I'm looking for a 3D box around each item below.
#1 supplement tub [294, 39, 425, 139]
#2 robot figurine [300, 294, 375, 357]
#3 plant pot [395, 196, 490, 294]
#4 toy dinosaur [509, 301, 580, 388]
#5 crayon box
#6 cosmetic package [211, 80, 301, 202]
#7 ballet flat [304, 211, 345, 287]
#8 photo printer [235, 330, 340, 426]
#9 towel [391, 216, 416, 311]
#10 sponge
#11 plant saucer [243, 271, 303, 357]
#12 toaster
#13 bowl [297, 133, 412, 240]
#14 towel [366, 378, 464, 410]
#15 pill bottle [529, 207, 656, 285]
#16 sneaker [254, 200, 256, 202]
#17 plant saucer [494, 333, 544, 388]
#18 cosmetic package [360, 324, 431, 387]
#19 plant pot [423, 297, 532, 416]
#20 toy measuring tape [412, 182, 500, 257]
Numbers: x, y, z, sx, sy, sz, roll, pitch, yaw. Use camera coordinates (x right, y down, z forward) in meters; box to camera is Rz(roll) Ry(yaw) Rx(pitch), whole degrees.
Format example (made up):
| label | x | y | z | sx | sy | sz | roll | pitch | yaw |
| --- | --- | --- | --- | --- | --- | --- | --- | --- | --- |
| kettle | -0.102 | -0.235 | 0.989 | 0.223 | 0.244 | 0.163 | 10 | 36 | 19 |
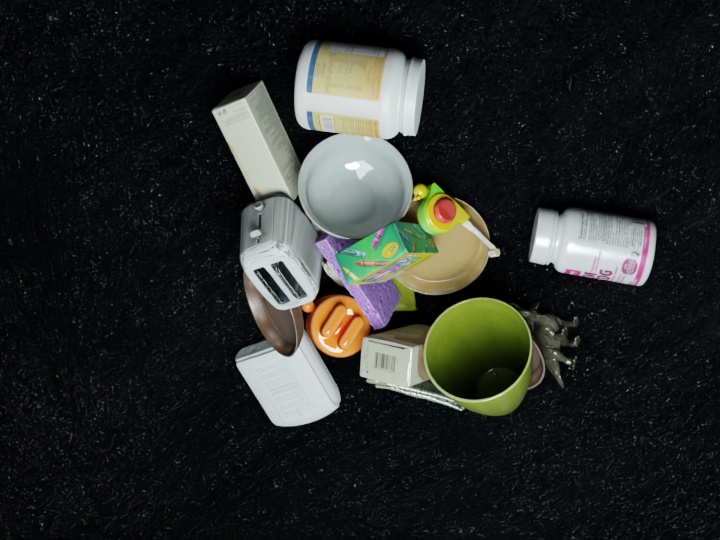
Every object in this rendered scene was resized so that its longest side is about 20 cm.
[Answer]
| label | x | y | z | sx | sy | sz | roll | pitch | yaw |
| --- | --- | --- | --- | --- | --- | --- | --- | --- | --- |
| supplement tub | 0.001 | -0.295 | 1.404 | 0.196 | 0.145 | 0.147 | 8 | 120 | 7 |
| robot figurine | -0.043 | 0.104 | 1.620 | 0.141 | 0.200 | 0.119 | -5 | 90 | -9 |
| plant pot | 0.138 | -0.049 | 1.570 | 0.196 | 0.028 | 0.203 | 2 | 117 | 4 |
| toy dinosaur | 0.357 | 0.130 | 1.613 | 0.101 | 0.077 | 0.202 | 7 | 135 | 40 |
| crayon box | 0.049 | -0.029 | 1.462 | 0.118 | 0.200 | 0.059 | -28 | 82 | 18 |
| cosmetic package | -0.174 | -0.218 | 1.510 | 0.070 | 0.106 | 0.202 | -15 | 113 | 21 |
| ballet flat | -0.060 | -0.040 | 1.606 | 0.067 | 0.063 | 0.202 | -16 | 114 | 20 |
| photo printer | -0.143 | 0.230 | 1.770 | 0.164 | 0.070 | 0.202 | -21 | 113 | 21 |
| towel | 0.055 | -0.010 | 1.624 | 0.085 | 0.018 | 0.203 | -1 | 118 | 14 |
| sponge | 0.000 | 0.000 | 1.567 | 0.030 | 0.112 | 0.201 | -23 | 110 | 30 |
| plant saucer | -0.163 | 0.067 | 1.648 | 0.200 | 0.034 | 0.203 | 40 | 142 | 40 |
| toaster | -0.135 | -0.024 | 1.500 | 0.112 | 0.131 | 0.201 | -15 | 134 | 18 |
| bowl | -0.011 | -0.133 | 1.502 | 0.198 | 0.204 | 0.091 | 17 | 162 | 2 |
| towel | 0.109 | 0.209 | 1.638 | 0.197 | 0.193 | 0.035 | 16 | 104 | 5 |
| pill bottle | 0.396 | -0.045 | 1.474 | 0.197 | 0.114 | 0.115 | 10 | 120 | 7 |
| sneaker | -0.152 | -0.045 | 1.617 | 0.080 | 0.075 | 0.202 | -21 | 113 | 22 |
| plant saucer | 0.259 | 0.141 | 1.607 | 0.198 | 0.035 | 0.202 | 26 | 142 | 22 |
| cosmetic package | 0.093 | 0.151 | 1.554 | 0.104 | 0.199 | 0.072 | 9 | 98 | 29 |
| plant pot | 0.224 | 0.177 | 1.506 | 0.184 | 0.190 | 0.200 | -9 | 149 | 17 |
| toy measuring tape | 0.160 | -0.073 | 1.498 | 0.200 | 0.074 | 0.073 | 43 | 119 | -16 |
